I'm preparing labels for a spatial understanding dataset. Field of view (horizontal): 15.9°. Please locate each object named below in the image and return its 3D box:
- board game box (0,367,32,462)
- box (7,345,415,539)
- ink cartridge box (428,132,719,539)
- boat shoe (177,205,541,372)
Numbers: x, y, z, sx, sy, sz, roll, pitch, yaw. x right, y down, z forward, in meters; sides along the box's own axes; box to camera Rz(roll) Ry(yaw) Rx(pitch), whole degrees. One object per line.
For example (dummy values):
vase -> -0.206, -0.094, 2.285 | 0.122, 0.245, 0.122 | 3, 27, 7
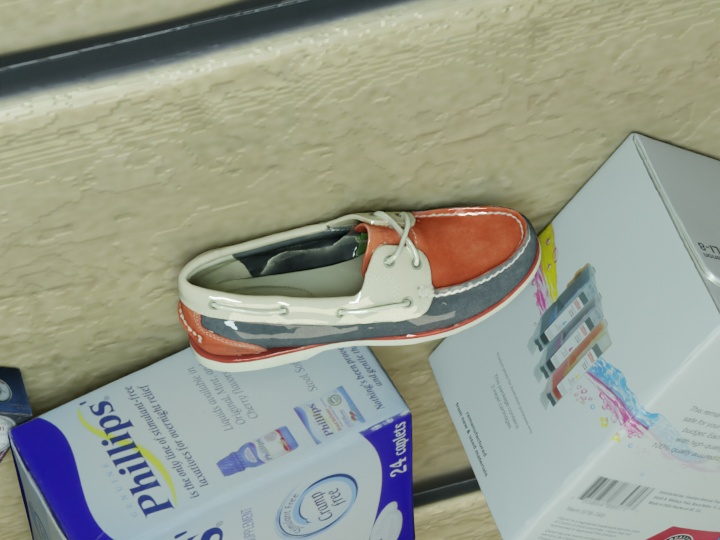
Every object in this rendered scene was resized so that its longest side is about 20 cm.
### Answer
board game box -> -0.292, 0.097, 1.367 | 0.199, 0.035, 0.136 | 8, 134, -34
box -> -0.077, 0.135, 1.440 | 0.199, 0.105, 0.184 | -24, 144, -16
ink cartridge box -> 0.167, 0.051, 1.451 | 0.145, 0.145, 0.200 | 14, 131, -38
boat shoe -> 0.000, 0.000, 1.372 | 0.199, 0.071, 0.063 | -14, 140, -4
